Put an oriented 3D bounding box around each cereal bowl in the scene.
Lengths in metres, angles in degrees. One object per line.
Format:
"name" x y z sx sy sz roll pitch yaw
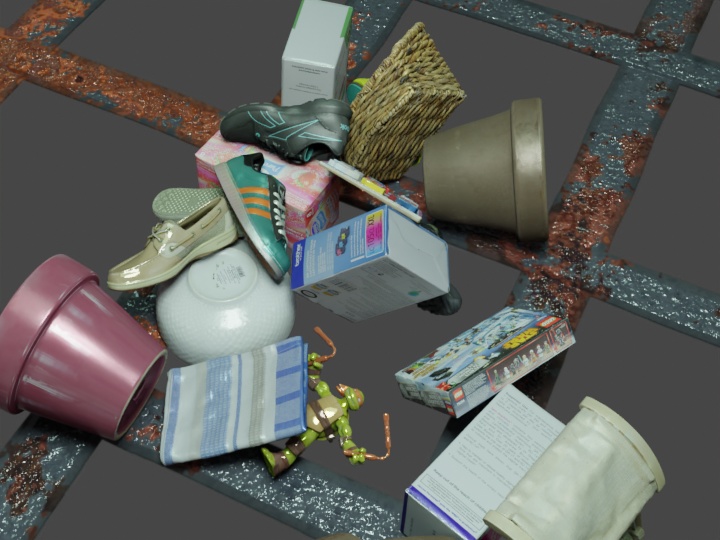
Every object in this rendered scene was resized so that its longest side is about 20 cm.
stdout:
"cereal bowl" -0.185 0.031 1.469 0.196 0.084 0.202 0 50 0

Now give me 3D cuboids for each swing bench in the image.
"swing bench" 0.232 0.287 1.198 0.129 0.202 0.199 35 58 24

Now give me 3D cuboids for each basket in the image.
"basket" 0.028 -0.247 1.583 0.141 0.200 0.150 -7 60 -41

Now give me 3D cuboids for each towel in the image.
"towel" -0.159 0.162 1.355 0.197 0.024 0.149 -14 47 14

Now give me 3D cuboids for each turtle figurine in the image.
"turtle figurine" -0.060 0.181 1.364 0.159 0.065 0.202 -25 64 -11

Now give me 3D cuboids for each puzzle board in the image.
"puzzle board" 0.019 -0.113 1.468 0.149 0.200 0.018 31 96 0

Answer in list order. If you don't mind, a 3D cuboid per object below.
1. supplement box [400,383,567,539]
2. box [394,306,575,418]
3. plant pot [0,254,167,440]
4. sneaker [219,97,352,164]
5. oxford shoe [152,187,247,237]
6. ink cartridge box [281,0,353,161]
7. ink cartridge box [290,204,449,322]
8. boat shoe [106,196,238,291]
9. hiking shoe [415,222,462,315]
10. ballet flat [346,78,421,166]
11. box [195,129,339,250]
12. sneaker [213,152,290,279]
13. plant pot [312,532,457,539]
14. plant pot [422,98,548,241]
"supplement box" 0.149 0.250 1.290 0.103 0.102 0.200 34 58 23
"box" 0.159 0.114 1.391 0.198 0.040 0.136 -28 16 -22
"plant pot" -0.347 0.111 1.342 0.177 0.201 0.201 30 54 3
"sneaker" -0.109 -0.193 1.523 0.196 0.075 0.081 -3 80 18
"oxford shoe" -0.206 -0.077 1.547 0.197 0.058 0.076 7 56 25
"ink cartridge box" -0.069 -0.285 1.653 0.082 0.202 0.146 11 51 3
"ink cartridge box" 0.000 0.000 1.426 0.198 0.136 0.078 -21 55 36
"boat shoe" -0.252 -0.036 1.425 0.198 0.066 0.072 -29 26 -30
"hiking shoe" 0.088 -0.022 1.524 0.100 0.076 0.200 -32 58 -21
"ballet flat" 0.055 -0.242 1.712 0.066 0.067 0.200 -15 50 -34
"box" -0.135 -0.123 1.582 0.198 0.103 0.095 28 55 18
"sneaker" -0.129 -0.083 1.457 0.079 0.072 0.202 -26 61 -6
"plant pot" 0.040 0.364 1.158 0.172 0.202 0.201 -13 50 -34
"plant pot" 0.179 -0.138 1.544 0.171 0.202 0.203 -3 50 9
